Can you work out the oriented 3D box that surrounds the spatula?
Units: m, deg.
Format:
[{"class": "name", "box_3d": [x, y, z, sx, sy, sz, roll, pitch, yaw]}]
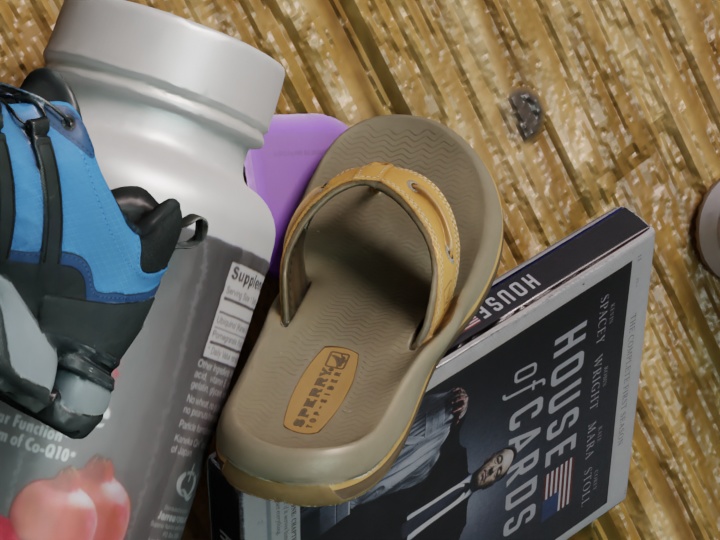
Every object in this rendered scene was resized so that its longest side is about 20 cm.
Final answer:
[{"class": "spatula", "box_3d": [-0.017, 0.041, 0.906, 0.056, 0.021, 0.201, -6, 99, -33]}]

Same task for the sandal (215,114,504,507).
[{"class": "sandal", "box_3d": [0.000, 0.000, 0.818, 0.200, 0.080, 0.054, -66, 155, -49]}]

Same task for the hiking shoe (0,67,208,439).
[{"class": "hiking shoe", "box_3d": [-0.126, -0.032, 0.683, 0.087, 0.074, 0.200, -59, 141, -13]}]

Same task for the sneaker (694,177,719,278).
[{"class": "sneaker", "box_3d": [0.253, -0.010, 0.995, 0.199, 0.112, 0.072, -1, 96, -29]}]

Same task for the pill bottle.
[{"class": "pill bottle", "box_3d": [-0.093, 0.013, 0.811, 0.110, 0.111, 0.201, 20, 86, -29]}]

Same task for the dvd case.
[{"class": "dvd case", "box_3d": [0.029, 0.078, 0.883, 0.199, 0.025, 0.151, -30, 140, -28]}]
